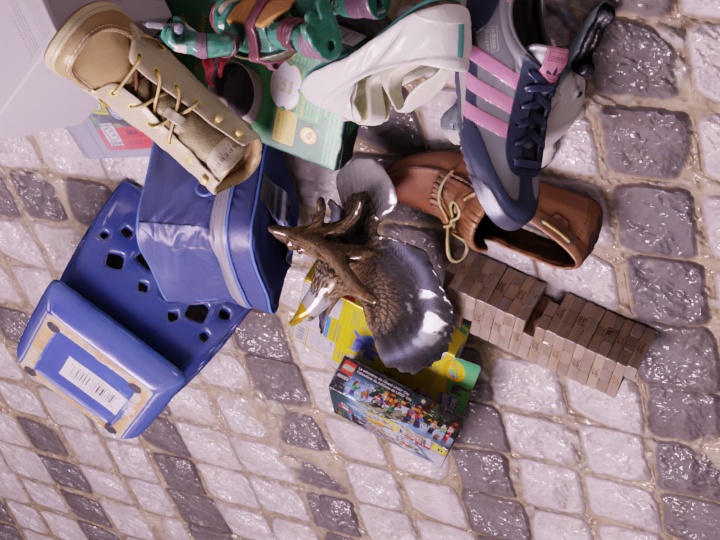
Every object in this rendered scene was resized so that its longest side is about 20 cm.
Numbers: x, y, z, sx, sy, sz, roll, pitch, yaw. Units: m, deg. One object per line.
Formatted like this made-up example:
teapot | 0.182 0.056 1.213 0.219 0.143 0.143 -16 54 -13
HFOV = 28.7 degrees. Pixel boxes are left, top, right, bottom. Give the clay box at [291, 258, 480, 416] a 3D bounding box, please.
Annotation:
clay box | 0.031 0.070 1.449 0.199 0.048 0.115 27 144 8

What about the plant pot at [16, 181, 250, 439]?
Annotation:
plant pot | -0.253 0.058 1.539 0.200 0.180 0.200 37 143 -5

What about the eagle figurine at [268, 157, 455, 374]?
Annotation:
eagle figurine | -0.006 0.004 1.291 0.150 0.153 0.200 -17 156 18

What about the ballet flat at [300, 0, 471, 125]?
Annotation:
ballet flat | 0.016 -0.149 1.101 0.069 0.070 0.200 46 146 -17

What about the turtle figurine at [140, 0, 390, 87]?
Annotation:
turtle figurine | -0.077 -0.213 1.134 0.199 0.150 0.101 13 154 41

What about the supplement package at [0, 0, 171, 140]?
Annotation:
supplement package | -0.281 -0.218 1.255 0.200 0.121 0.120 -36 77 47

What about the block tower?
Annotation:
block tower | 0.170 0.050 1.318 0.199 0.054 0.058 24 143 14

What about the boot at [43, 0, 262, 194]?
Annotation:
boot | -0.162 -0.136 1.146 0.155 0.073 0.200 43 -176 11

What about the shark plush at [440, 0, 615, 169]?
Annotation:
shark plush | 0.130 -0.143 1.124 0.084 0.091 0.200 60 151 15

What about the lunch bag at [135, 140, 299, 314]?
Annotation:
lunch bag | -0.123 -0.052 1.322 0.131 0.137 0.200 6 157 7

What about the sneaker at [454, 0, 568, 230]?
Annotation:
sneaker | 0.120 -0.133 1.062 0.082 0.070 0.201 -10 88 42

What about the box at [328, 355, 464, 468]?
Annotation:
box | 0.037 0.152 1.478 0.136 0.038 0.200 28 169 7

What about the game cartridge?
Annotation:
game cartridge | -0.232 -0.173 1.383 0.199 0.041 0.134 0 128 37

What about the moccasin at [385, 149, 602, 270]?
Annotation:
moccasin | 0.109 -0.048 1.231 0.201 0.078 0.074 23 146 17

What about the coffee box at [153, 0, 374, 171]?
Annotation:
coffee box | -0.091 -0.180 1.239 0.199 0.044 0.124 21 124 14
